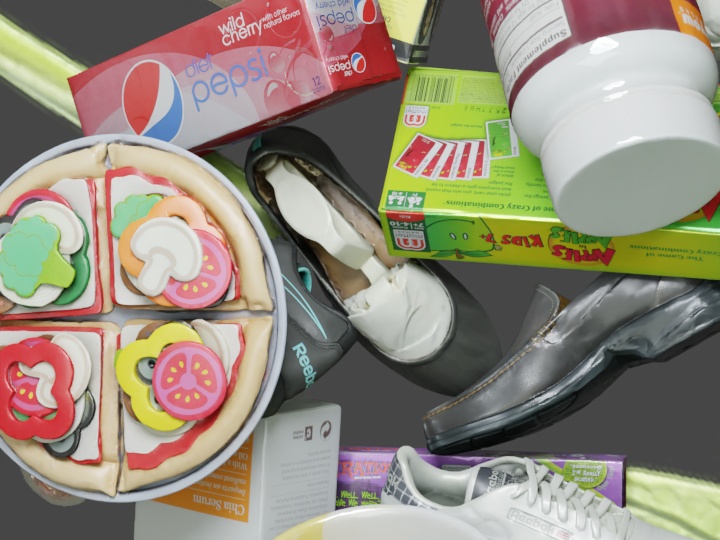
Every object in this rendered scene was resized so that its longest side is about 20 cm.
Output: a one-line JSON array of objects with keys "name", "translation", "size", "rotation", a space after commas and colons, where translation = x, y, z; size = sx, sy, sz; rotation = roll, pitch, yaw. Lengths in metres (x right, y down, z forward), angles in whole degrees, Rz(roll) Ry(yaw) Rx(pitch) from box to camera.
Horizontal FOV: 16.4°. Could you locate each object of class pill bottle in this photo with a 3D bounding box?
[{"name": "pill bottle", "translation": [0.127, -0.128, 1.343], "size": [0.114, 0.114, 0.201], "rotation": [-21, 60, 13]}]

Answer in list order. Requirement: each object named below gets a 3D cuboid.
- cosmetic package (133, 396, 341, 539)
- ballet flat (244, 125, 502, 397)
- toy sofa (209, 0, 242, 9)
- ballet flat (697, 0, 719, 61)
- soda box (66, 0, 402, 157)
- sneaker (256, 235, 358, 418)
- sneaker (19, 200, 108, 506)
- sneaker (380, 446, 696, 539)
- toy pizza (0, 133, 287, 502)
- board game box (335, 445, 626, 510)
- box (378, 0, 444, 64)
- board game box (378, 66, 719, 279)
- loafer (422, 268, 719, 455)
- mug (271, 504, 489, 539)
[{"name": "cosmetic package", "translation": [-0.075, 0.172, 1.455], "size": [0.101, 0.071, 0.202], "rotation": [7, 97, 38]}, {"name": "ballet flat", "translation": [0.000, 0.000, 1.444], "size": [0.200, 0.068, 0.068], "rotation": [46, 102, 6]}, {"name": "toy sofa", "translation": [-0.119, -0.231, 1.457], "size": [0.199, 0.098, 0.083], "rotation": [26, 75, 10]}, {"name": "ballet flat", "translation": [0.234, -0.158, 1.381], "size": [0.199, 0.069, 0.070], "rotation": [-9, 92, 13]}, {"name": "soda box", "translation": [-0.074, -0.109, 1.413], "size": [0.199, 0.063, 0.070], "rotation": [-18, 89, 42]}, {"name": "sneaker", "translation": [-0.076, 0.009, 1.439], "size": [0.079, 0.076, 0.200], "rotation": [-28, 47, -16]}, {"name": "sneaker", "translation": [-0.153, 0.036, 1.450], "size": [0.071, 0.080, 0.201], "rotation": [22, 122, 15]}, {"name": "sneaker", "translation": [0.107, 0.149, 1.393], "size": [0.199, 0.076, 0.081], "rotation": [6, 110, 11]}, {"name": "toy pizza", "translation": [-0.136, 0.026, 1.357], "size": [0.199, 0.032, 0.202], "rotation": [0, 91, 18]}, {"name": "board game box", "translation": [0.056, 0.165, 1.465], "size": [0.199, 0.032, 0.121], "rotation": [2, 97, 13]}, {"name": "box", "translation": [0.040, -0.219, 1.417], "size": [0.050, 0.075, 0.201], "rotation": [18, 97, 9]}, {"name": "board game box", "translation": [0.118, -0.055, 1.399], "size": [0.199, 0.048, 0.102], "rotation": [4, 58, 13]}, {"name": "loafer", "translation": [0.118, 0.040, 1.425], "size": [0.199, 0.073, 0.073], "rotation": [-29, 79, 4]}, {"name": "mug", "translation": [-0.001, 0.228, 1.365], "size": [0.186, 0.149, 0.154], "rotation": [15, 130, 33]}]
